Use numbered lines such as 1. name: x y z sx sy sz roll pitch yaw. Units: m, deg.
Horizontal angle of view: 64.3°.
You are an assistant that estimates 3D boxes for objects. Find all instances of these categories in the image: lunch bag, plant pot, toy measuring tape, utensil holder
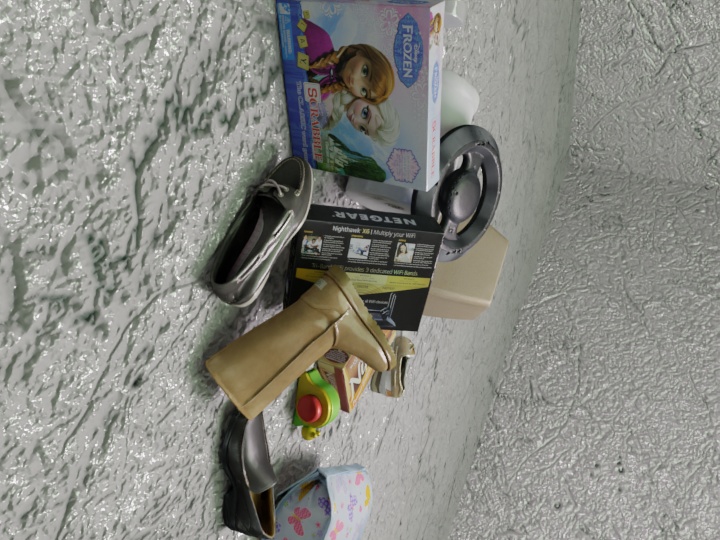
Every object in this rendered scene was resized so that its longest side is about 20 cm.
1. lunch bag: -0.070 0.416 0.947 0.204 0.125 0.169 -65 153 -2
2. plant pot: 0.176 -0.008 1.122 0.200 0.174 0.204 96 16 -73
3. toy measuring tape: -0.060 0.174 0.903 0.073 0.072 0.205 -7 109 -64
4. utensil holder: 0.078 -0.192 0.896 0.169 0.167 0.205 22 84 -65

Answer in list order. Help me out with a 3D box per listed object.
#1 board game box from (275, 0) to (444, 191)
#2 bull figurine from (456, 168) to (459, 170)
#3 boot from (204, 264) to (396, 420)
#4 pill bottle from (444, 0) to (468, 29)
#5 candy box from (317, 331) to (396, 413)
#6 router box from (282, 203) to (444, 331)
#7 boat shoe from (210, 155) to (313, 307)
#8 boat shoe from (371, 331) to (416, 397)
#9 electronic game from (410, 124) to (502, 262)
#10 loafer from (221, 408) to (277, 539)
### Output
1. board game box: 0.000 -0.209 0.675 0.041 0.196 0.204 -45 141 -46
2. bull figurine: 0.111 -0.087 0.982 0.065 0.119 0.205 27 72 -60
3. boot: -0.069 0.115 0.726 0.199 0.066 0.177 -39 112 -14
4. pill bottle: 0.152 -0.518 0.948 0.110 0.109 0.205 -2 105 -64
5. candy box: 0.000 0.137 1.029 0.201 0.054 0.117 -53 147 -41
6. router box: 0.000 0.000 0.778 0.053 0.195 0.160 -110 -151 -57
7. boat shoe: -0.113 -0.055 0.672 0.203 0.066 0.057 -66 158 -14
8. boat shoe: 0.084 0.167 1.214 0.074 0.067 0.205 18 86 -66
9. electronic game: 0.145 -0.111 0.844 0.197 0.041 0.205 -21 122 -36
10. loafer: -0.141 0.271 0.775 0.073 0.071 0.205 -33 131 -55
